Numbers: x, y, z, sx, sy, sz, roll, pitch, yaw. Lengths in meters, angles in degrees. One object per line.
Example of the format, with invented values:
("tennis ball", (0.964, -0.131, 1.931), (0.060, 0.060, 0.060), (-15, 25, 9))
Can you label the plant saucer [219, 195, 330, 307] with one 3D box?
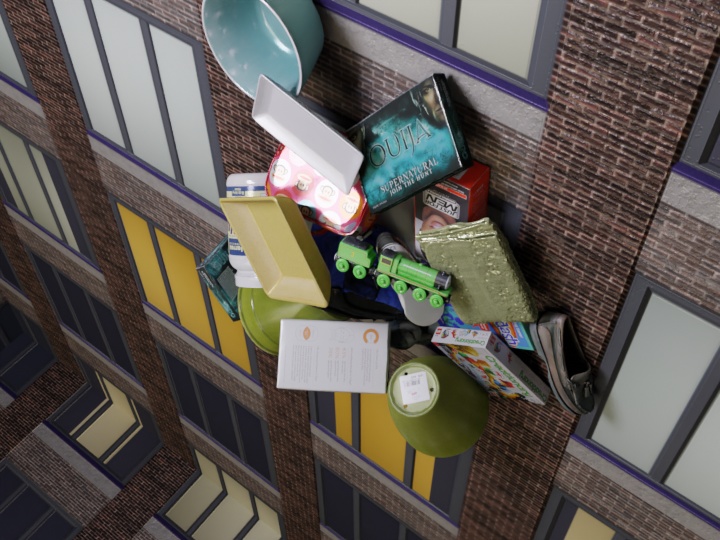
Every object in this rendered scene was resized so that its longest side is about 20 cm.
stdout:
("plant saucer", (-0.131, -0.043, 1.423), (0.199, 0.048, 0.202), (6, 126, 54))

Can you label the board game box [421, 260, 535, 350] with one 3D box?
("board game box", (0.198, 0.055, 1.455), (0.199, 0.045, 0.153), (2, 129, 49))

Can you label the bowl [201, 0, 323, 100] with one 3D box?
("bowl", (-0.133, -0.360, 1.297), (0.199, 0.105, 0.202), (30, 147, 22))

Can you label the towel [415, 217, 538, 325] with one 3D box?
("towel", (0.182, 0.006, 1.322), (0.147, 0.037, 0.201), (-5, 129, 38))

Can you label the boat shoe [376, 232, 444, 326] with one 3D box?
("boat shoe", (0.084, 0.013, 1.445), (0.201, 0.070, 0.064), (58, -172, -41))

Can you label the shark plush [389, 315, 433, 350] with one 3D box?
("shark plush", (0.054, 0.128, 1.682), (0.199, 0.083, 0.091), (-6, 124, 53))

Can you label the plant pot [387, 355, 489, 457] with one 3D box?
("plant pot", (0.121, 0.230, 1.549), (0.186, 0.189, 0.200), (28, 175, 26))

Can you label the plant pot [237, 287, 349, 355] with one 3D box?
("plant pot", (-0.108, 0.053, 1.707), (0.192, 0.201, 0.201), (-17, 115, 44))

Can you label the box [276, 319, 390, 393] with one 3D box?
("box", (-0.045, 0.158, 1.575), (0.197, 0.126, 0.098), (2, 172, 5))

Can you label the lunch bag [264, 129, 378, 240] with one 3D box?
("lunch bag", (-0.056, -0.139, 1.405), (0.198, 0.178, 0.082), (27, -171, 23))

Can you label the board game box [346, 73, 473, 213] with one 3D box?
("board game box", (0.066, -0.179, 1.247), (0.199, 0.028, 0.137), (-24, 81, 47))

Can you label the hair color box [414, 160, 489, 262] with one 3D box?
("hair color box", (0.140, -0.087, 1.338), (0.101, 0.061, 0.201), (27, 146, 26))

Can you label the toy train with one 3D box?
("toy train", (0.053, 0.000, 1.341), (0.197, 0.042, 0.057), (20, 118, 11))

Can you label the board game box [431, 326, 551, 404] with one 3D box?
("board game box", (0.229, 0.165, 1.504), (0.125, 0.035, 0.200), (2, 148, 50))

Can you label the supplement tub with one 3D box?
("supplement tub", (-0.170, -0.076, 1.575), (0.144, 0.144, 0.203), (5, 98, 48))

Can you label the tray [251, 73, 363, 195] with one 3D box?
("tray", (-0.077, -0.206, 1.293), (0.199, 0.022, 0.108), (39, 151, 7))

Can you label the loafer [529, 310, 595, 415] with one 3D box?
("loafer", (0.337, 0.153, 1.384), (0.062, 0.072, 0.201), (-8, 119, 47))

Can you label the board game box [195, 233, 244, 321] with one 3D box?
("board game box", (-0.240, -0.011, 1.761), (0.028, 0.201, 0.136), (-17, 116, 37))

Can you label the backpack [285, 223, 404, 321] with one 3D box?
("backpack", (0.000, 0.000, 1.520), (0.198, 0.170, 0.162), (24, 167, -34))
